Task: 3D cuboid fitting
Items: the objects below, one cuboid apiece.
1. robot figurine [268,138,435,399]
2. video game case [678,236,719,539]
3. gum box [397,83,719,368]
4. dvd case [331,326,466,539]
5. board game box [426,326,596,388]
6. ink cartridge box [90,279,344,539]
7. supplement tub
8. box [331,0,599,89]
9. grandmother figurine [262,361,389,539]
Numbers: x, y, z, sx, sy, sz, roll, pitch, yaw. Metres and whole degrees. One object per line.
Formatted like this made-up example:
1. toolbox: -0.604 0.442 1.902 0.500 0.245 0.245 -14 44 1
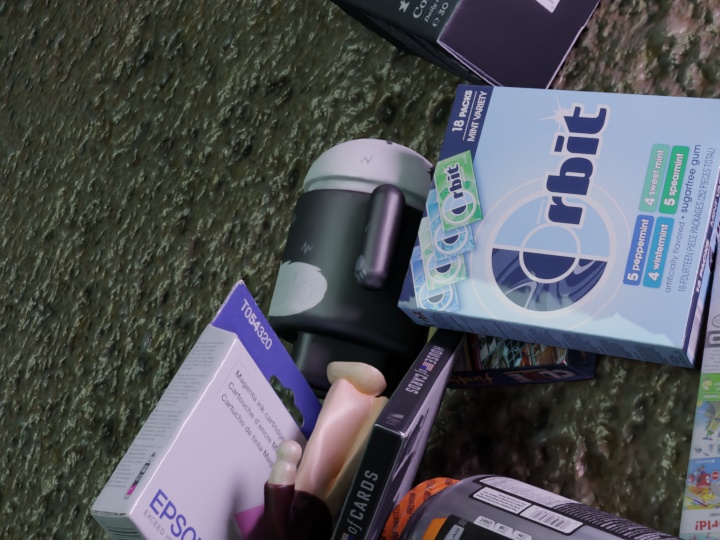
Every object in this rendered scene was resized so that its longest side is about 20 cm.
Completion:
1. robot figurine: 0.002 0.000 1.015 0.149 0.124 0.203 -1 69 45
2. video game case: 0.262 0.069 0.769 0.142 0.018 0.203 -6 65 46
3. gum box: 0.140 -0.035 0.886 0.198 0.045 0.172 7 72 27
4. dvd case: 0.019 0.132 0.866 0.200 0.024 0.152 -46 -24 -70
5. board game box: 0.119 -0.018 0.962 0.134 0.034 0.203 -8 63 46
6. ink cartridge box: -0.069 0.144 0.886 0.043 0.197 0.201 -1 44 37
7. supplement tub: 0.106 0.195 0.788 0.199 0.122 0.124 11 77 52
8. box: 0.096 -0.264 1.057 0.202 0.123 0.196 -60 37 4
9. grandmother figurine: -0.033 0.154 0.849 0.060 0.122 0.201 1 49 30
